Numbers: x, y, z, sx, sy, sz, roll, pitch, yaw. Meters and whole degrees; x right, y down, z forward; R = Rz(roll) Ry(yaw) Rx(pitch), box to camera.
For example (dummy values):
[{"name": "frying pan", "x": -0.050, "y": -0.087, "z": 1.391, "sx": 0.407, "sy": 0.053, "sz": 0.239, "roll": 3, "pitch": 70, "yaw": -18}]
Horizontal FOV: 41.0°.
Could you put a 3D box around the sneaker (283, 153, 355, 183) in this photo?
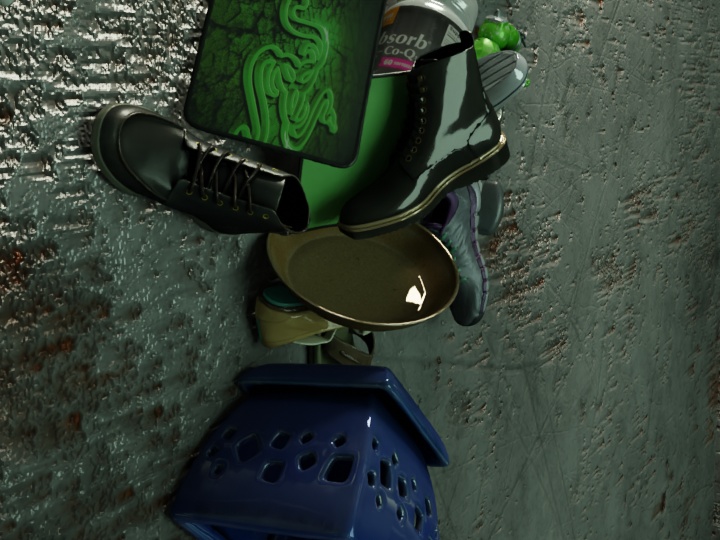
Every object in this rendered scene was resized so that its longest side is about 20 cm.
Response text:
[{"name": "sneaker", "x": -0.031, "y": -0.143, "z": 0.964, "sx": 0.079, "sy": 0.075, "sz": 0.199, "roll": -51, "pitch": 150, "yaw": 14}]

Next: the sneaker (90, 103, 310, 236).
[{"name": "sneaker", "x": -0.127, "y": -0.085, "z": 0.814, "sx": 0.200, "sy": 0.105, "sz": 0.076, "roll": 29, "pitch": 71, "yaw": -55}]

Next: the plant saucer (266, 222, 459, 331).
[{"name": "plant saucer", "x": 0.000, "y": 0.000, "z": 0.971, "sx": 0.200, "sy": 0.199, "sz": 0.036, "roll": -39, "pitch": 153, "yaw": -48}]

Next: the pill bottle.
[{"name": "pill bottle", "x": 0.060, "y": -0.227, "z": 1.079, "sx": 0.116, "sy": 0.115, "sz": 0.202, "roll": 49, "pitch": 54, "yaw": -48}]

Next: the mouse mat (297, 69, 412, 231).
[{"name": "mouse mat", "x": 0.021, "y": -0.123, "z": 0.974, "sx": 0.198, "sy": 0.008, "sz": 0.162, "roll": -12, "pitch": 126, "yaw": -33}]

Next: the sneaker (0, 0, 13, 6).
[{"name": "sneaker", "x": -0.267, "y": -0.225, "z": 0.598, "sx": 0.201, "sy": 0.080, "sz": 0.147, "roll": -57, "pitch": 135, "yaw": -44}]

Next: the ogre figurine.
[{"name": "ogre figurine", "x": 0.159, "y": -0.247, "z": 1.257, "sx": 0.200, "sy": 0.098, "sz": 0.120, "roll": -47, "pitch": 154, "yaw": -4}]

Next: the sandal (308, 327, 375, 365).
[{"name": "sandal", "x": -0.017, "y": 0.075, "z": 1.054, "sx": 0.080, "sy": 0.057, "sz": 0.203, "roll": -35, "pitch": 123, "yaw": -50}]

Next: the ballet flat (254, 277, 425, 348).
[{"name": "ballet flat", "x": -0.019, "y": 0.040, "z": 1.001, "sx": 0.198, "sy": 0.069, "sz": 0.064, "roll": -6, "pitch": 118, "yaw": -27}]

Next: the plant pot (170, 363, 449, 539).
[{"name": "plant pot", "x": -0.031, "y": 0.201, "z": 0.933, "sx": 0.200, "sy": 0.198, "sz": 0.181, "roll": 54, "pitch": 44, "yaw": -46}]

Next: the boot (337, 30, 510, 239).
[{"name": "boot", "x": 0.046, "y": -0.133, "z": 0.946, "sx": 0.199, "sy": 0.077, "sz": 0.139, "roll": -34, "pitch": 123, "yaw": -20}]

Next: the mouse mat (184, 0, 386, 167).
[{"name": "mouse mat", "x": -0.063, "y": -0.204, "z": 0.871, "sx": 0.159, "sy": 0.008, "sz": 0.202, "roll": 13, "pitch": 78, "yaw": -13}]

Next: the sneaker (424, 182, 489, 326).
[{"name": "sneaker", "x": 0.111, "y": -0.026, "z": 1.245, "sx": 0.087, "sy": 0.074, "sz": 0.203, "roll": -5, "pitch": 89, "yaw": -44}]

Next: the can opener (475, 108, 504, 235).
[{"name": "can opener", "x": 0.177, "y": -0.144, "z": 1.314, "sx": 0.053, "sy": 0.066, "sz": 0.202, "roll": 41, "pitch": 60, "yaw": -66}]

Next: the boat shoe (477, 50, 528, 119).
[{"name": "boat shoe", "x": 0.133, "y": -0.190, "z": 1.119, "sx": 0.066, "sy": 0.199, "sz": 0.074, "roll": 32, "pitch": 62, "yaw": -25}]
